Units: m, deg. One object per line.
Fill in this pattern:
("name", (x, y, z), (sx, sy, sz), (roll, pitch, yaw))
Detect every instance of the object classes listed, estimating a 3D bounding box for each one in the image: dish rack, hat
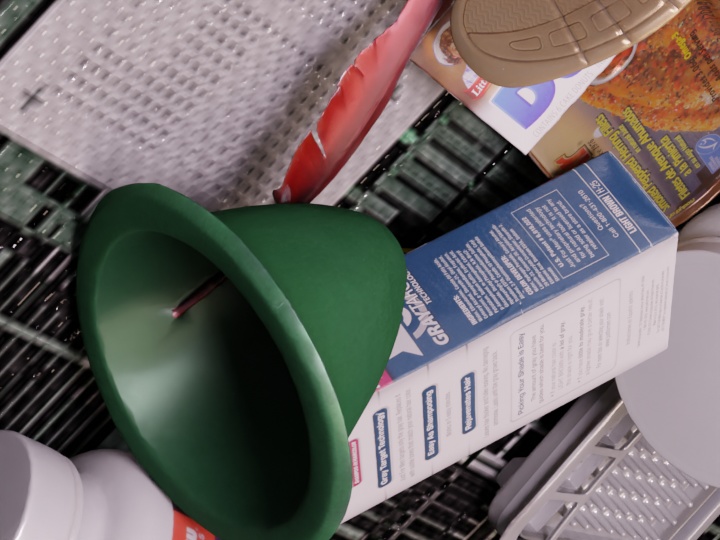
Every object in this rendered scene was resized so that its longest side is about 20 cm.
("dish rack", (0.160, 0.099, 1.490), (0.172, 0.044, 0.200), (-51, 147, 14))
("hat", (0.000, 0.000, 1.104), (0.176, 0.166, 0.200), (-31, 162, -33))

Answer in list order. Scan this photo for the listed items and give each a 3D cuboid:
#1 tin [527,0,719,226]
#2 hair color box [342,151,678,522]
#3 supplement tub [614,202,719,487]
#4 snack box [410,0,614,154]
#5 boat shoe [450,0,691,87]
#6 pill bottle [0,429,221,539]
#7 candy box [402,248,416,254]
("tin", (0.126, -0.081, 1.240), (0.112, 0.042, 0.200), (-46, 148, 0))
("hair color box", (0.045, 0.034, 1.216), (0.200, 0.061, 0.100), (-27, 148, -15))
("supplement tub", (0.233, 0.020, 1.348), (0.200, 0.145, 0.145), (-24, 146, -46))
("snack box", (0.109, -0.146, 1.120), (0.072, 0.024, 0.200), (38, 102, -20))
("boat shoe", (0.126, -0.143, 1.073), (0.200, 0.072, 0.065), (-40, 171, 12))
("pill bottle", (-0.095, 0.146, 1.178), (0.200, 0.111, 0.111), (31, 107, -35))
("candy box", (0.019, 0.034, 1.278), (0.200, 0.026, 0.102), (2, 132, -47))
